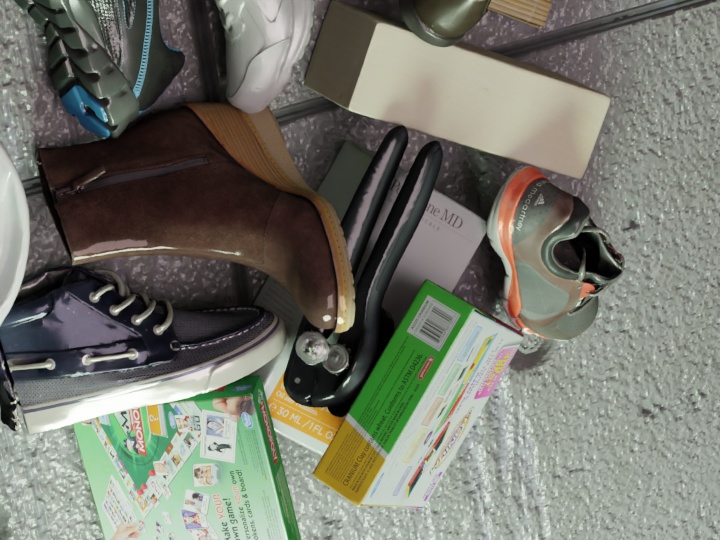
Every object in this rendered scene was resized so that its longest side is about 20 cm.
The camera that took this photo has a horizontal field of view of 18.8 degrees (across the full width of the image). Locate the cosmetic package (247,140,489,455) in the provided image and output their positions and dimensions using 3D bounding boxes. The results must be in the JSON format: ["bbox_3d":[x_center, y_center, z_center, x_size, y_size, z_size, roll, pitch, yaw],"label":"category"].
[{"bbox_3d":[-0.008,0.024,1.521,0.101,0.071,0.201,28,93,-32],"label":"cosmetic package"}]

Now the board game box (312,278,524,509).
[{"bbox_3d":[0.045,0.092,1.516,0.154,0.040,0.200,-59,165,1],"label":"board game box"}]

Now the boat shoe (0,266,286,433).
[{"bbox_3d":[-0.151,0.037,1.437,0.198,0.075,0.093,-17,112,-10],"label":"boat shoe"}]

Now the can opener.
[{"bbox_3d":[0.000,0.000,1.450,0.063,0.079,0.202,18,96,10],"label":"can opener"}]

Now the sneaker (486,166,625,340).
[{"bbox_3d":[0.149,0.004,1.554,0.077,0.081,0.200,-59,151,-14],"label":"sneaker"}]

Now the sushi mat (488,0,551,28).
[{"bbox_3d":[0.057,-0.240,1.483,0.199,0.012,0.097,16,81,-31],"label":"sushi mat"}]

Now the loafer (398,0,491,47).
[{"bbox_3d":[0.085,-0.245,1.443,0.073,0.071,0.202,21,70,-29],"label":"loafer"}]

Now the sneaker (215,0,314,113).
[{"bbox_3d":[-0.081,-0.204,1.411,0.099,0.078,0.202,4,96,-22],"label":"sneaker"}]

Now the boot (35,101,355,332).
[{"bbox_3d":[-0.106,-0.021,1.393,0.165,0.201,0.073,-16,144,-19],"label":"boot"}]

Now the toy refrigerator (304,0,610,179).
[{"bbox_3d":[0.067,-0.121,1.507,0.199,0.076,0.070,14,101,-31],"label":"toy refrigerator"}]

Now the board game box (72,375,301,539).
[{"bbox_3d":[-0.113,0.171,1.499,0.133,0.029,0.201,-5,116,15],"label":"board game box"}]

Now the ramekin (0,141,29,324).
[{"bbox_3d":[-0.310,-0.028,1.332,0.201,0.094,0.204,-9,110,-25],"label":"ramekin"}]

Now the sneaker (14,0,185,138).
[{"bbox_3d":[-0.177,-0.186,1.371,0.082,0.073,0.201,-40,128,-29],"label":"sneaker"}]
